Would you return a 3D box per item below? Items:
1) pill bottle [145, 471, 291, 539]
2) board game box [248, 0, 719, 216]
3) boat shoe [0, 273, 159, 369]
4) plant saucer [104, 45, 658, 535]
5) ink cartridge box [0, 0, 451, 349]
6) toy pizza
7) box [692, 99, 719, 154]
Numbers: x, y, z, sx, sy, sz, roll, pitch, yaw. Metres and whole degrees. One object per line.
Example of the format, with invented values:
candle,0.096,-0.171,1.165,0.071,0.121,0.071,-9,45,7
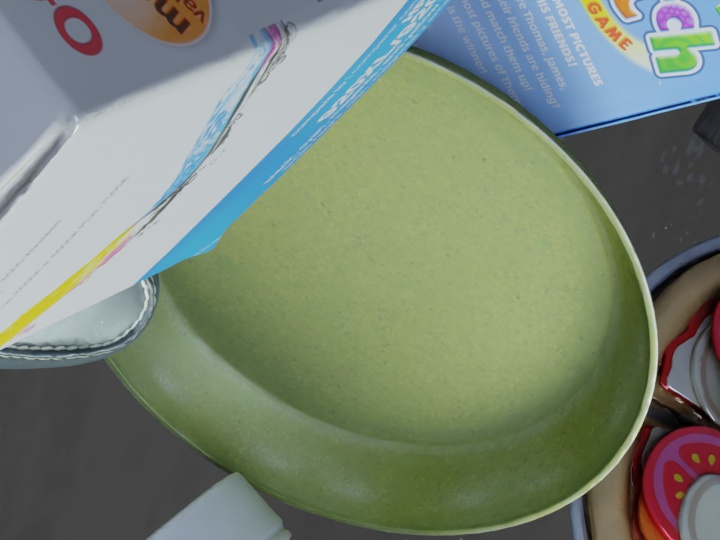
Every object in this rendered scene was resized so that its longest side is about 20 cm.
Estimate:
pill bottle,-0.007,0.168,0.868,0.112,0.112,0.200,-41,85,2
board game box,0.019,-0.105,0.786,0.200,0.037,0.151,-12,119,32
boat shoe,-0.136,-0.006,0.768,0.200,0.062,0.073,21,100,-38
plant saucer,0.000,0.000,0.834,0.200,0.031,0.200,12,131,14
ink cartridge box,-0.098,-0.073,0.684,0.147,0.200,0.145,51,124,6
toy pizza,0.160,0.080,0.889,0.200,0.032,0.200,9,71,-25
box,0.239,-0.061,0.909,0.200,0.048,0.158,28,101,-21
